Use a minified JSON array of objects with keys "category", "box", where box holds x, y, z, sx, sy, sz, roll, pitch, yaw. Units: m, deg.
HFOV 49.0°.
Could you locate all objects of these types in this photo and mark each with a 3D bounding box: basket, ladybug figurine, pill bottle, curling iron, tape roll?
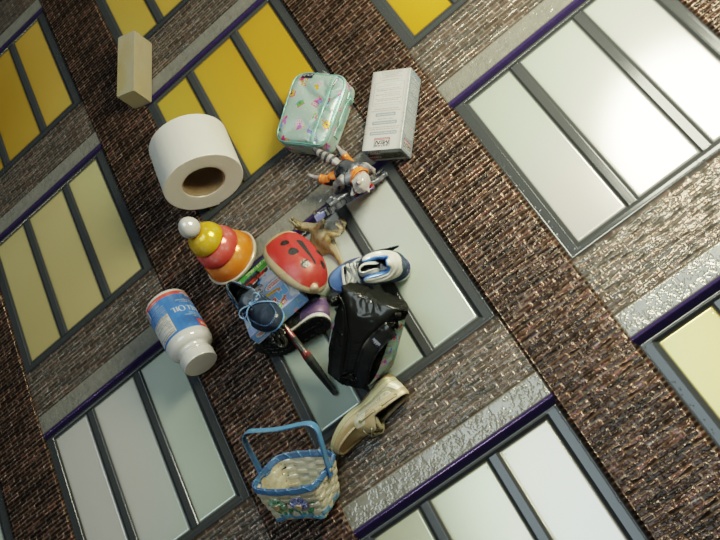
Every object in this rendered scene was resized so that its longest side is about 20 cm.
[{"category":"basket","box":[-0.132,0.399,1.587,0.176,0.139,0.201,-13,103,27]},{"category":"ladybug figurine","box":[-0.137,-0.023,1.741,0.200,0.135,0.072,48,123,40]},{"category":"pill bottle","box":[-0.419,0.148,1.868,0.112,0.112,0.200,-44,60,9]},{"category":"curling iron","box":[-0.120,0.193,1.705,0.200,0.026,0.050,45,103,3]},{"category":"tape roll","box":[-0.405,-0.266,1.945,0.202,0.203,0.139,-34,62,14]}]

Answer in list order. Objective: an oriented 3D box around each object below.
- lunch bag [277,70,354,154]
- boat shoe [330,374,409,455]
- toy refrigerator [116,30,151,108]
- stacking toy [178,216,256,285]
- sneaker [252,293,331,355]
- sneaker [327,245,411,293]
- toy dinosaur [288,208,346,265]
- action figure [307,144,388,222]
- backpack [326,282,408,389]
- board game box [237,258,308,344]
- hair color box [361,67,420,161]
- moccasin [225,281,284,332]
[{"category":"lunch bag","box":[-0.104,-0.379,1.894,0.160,0.077,0.201,12,79,31]},{"category":"boat shoe","box":[0.018,0.305,1.610,0.200,0.072,0.065,-48,57,0]},{"category":"toy refrigerator","box":[-0.644,-0.569,2.245,0.070,0.076,0.201,-14,68,23]},{"category":"stacking toy","box":[-0.353,-0.069,1.845,0.146,0.200,0.147,-18,53,26]},{"category":"sneaker","box":[-0.152,0.121,1.772,0.200,0.076,0.088,-25,44,19]},{"category":"sneaker","box":[0.000,0.000,1.665,0.199,0.146,0.081,-11,80,20]},{"category":"toy dinosaur","box":[-0.072,-0.072,1.801,0.200,0.058,0.101,44,114,19]},{"category":"action figure","box":[-0.052,-0.205,1.770,0.200,0.105,0.193,-38,38,-20]},{"category":"backpack","box":[0.013,0.139,1.603,0.166,0.126,0.201,22,108,28]},{"category":"board game box","box":[-0.207,0.052,1.790,0.151,0.037,0.200,-41,39,8]},{"category":"hair color box","box":[0.072,-0.355,1.803,0.099,0.061,0.201,0,73,28]},{"category":"moccasin","box":[-0.240,0.079,1.711,0.200,0.068,0.081,22,74,49]}]
